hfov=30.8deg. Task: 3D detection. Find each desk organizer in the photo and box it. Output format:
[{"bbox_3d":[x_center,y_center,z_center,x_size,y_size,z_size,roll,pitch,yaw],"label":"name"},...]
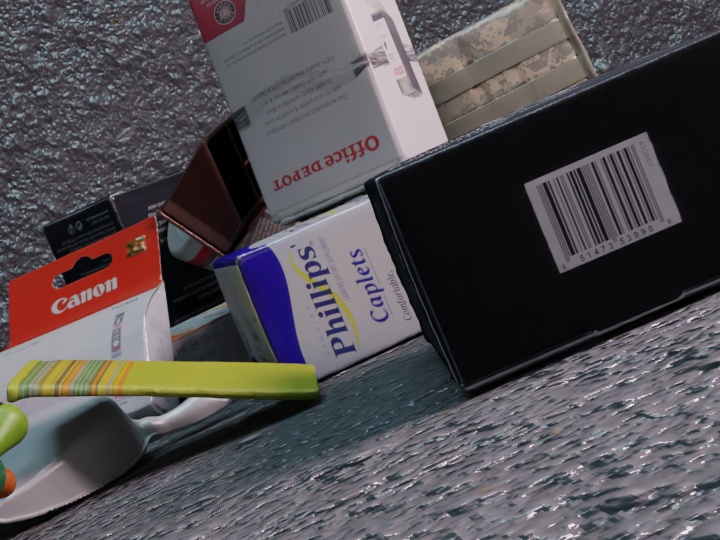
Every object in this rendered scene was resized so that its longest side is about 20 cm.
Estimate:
[{"bbox_3d":[-0.107,-0.092,1.180,0.077,0.071,0.200,-55,3,23],"label":"desk organizer"}]

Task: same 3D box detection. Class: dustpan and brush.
[{"bbox_3d":[-0.177,0.118,0.910,0.199,0.057,0.139,-33,20,-17],"label":"dustpan and brush"}]

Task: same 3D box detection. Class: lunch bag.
[{"bbox_3d":[0.142,-0.123,1.160,0.163,0.201,0.118,-26,-1,11],"label":"lunch bag"}]

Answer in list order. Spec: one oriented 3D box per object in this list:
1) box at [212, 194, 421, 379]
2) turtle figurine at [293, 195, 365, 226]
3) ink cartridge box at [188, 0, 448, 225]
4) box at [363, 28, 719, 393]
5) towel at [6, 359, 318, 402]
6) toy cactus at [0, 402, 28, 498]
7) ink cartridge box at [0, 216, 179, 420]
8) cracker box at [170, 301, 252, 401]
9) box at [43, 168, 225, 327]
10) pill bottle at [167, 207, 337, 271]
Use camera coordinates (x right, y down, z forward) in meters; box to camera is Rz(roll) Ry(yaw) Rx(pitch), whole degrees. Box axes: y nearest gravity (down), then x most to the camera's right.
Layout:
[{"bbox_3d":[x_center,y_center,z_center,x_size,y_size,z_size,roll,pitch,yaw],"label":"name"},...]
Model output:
[{"bbox_3d":[0.000,0.000,1.015,0.199,0.106,0.184,-25,4,-11],"label":"box"},{"bbox_3d":[0.011,-0.046,1.197,0.149,0.101,0.200,-28,-23,9],"label":"turtle figurine"},{"bbox_3d":[-0.032,-0.156,1.057,0.145,0.201,0.085,-21,-2,35],"label":"ink cartridge box"},{"bbox_3d":[0.115,-0.035,0.745,0.199,0.125,0.197,-23,2,0],"label":"box"},{"bbox_3d":[-0.127,0.076,0.863,0.198,0.018,0.086,1,8,-4],"label":"towel"},{"bbox_3d":[-0.255,0.139,0.740,0.200,0.103,0.164,-31,24,-37],"label":"toy cactus"},{"bbox_3d":[-0.235,0.057,1.066,0.162,0.201,0.057,-22,-30,16],"label":"ink cartridge box"},{"bbox_3d":[-0.125,0.062,1.220,0.199,0.058,0.134,-26,5,-38],"label":"cracker box"},{"bbox_3d":[-0.209,0.003,1.423,0.117,0.201,0.196,-19,5,34],"label":"box"},{"bbox_3d":[-0.088,-0.036,1.345,0.199,0.111,0.111,20,-16,-25],"label":"pill bottle"}]
